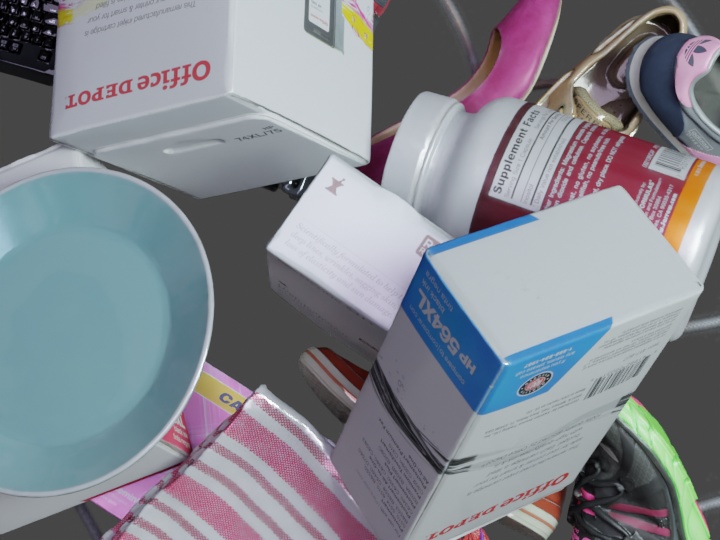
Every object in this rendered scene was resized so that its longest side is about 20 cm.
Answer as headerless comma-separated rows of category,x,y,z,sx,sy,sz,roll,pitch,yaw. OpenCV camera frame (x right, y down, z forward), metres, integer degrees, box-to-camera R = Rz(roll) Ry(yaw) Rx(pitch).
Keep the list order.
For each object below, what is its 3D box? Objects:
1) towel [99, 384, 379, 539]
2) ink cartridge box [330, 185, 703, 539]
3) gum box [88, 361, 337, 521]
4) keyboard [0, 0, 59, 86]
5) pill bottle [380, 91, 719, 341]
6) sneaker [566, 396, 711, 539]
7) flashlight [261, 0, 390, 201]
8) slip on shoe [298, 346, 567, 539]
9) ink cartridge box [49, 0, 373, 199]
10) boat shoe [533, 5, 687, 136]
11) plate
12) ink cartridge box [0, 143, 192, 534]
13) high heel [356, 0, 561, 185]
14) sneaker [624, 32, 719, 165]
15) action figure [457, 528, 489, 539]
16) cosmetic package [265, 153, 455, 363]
towel,-0.076,0.185,1.087,0.146,0.030,0.200,43,101,-9
ink cartridge box,0.082,0.061,1.015,0.146,0.200,0.084,-19,60,-33
gum box,-0.068,0.146,1.154,0.200,0.066,0.114,32,84,3
keyboard,-0.289,-0.177,1.209,0.200,0.040,0.104,15,81,2
pill bottle,0.119,-0.039,1.104,0.200,0.113,0.113,20,82,14
sneaker,0.166,0.148,1.128,0.084,0.077,0.200,-27,107,-3
flashlight,-0.028,-0.149,1.201,0.068,0.068,0.200,25,87,-8
slip on shoe,0.049,0.102,1.163,0.200,0.074,0.061,31,77,-3
ink cartridge box,-0.089,-0.166,1.120,0.146,0.146,0.200,-9,71,34
boat shoe,0.144,-0.098,1.194,0.071,0.065,0.200,37,83,4
plate,-0.174,0.036,1.047,0.200,0.026,0.201,-6,69,16
ink cartridge box,-0.203,0.042,1.117,0.145,0.084,0.200,-22,66,12
high heel,0.057,-0.122,1.196,0.096,0.067,0.200,28,95,-7
sneaker,0.260,-0.078,1.159,0.200,0.082,0.070,37,78,-20
action figure,0.042,0.224,1.107,0.065,0.099,0.200,23,96,-26
cosmetic package,0.000,0.000,1.109,0.102,0.200,0.074,35,84,4
